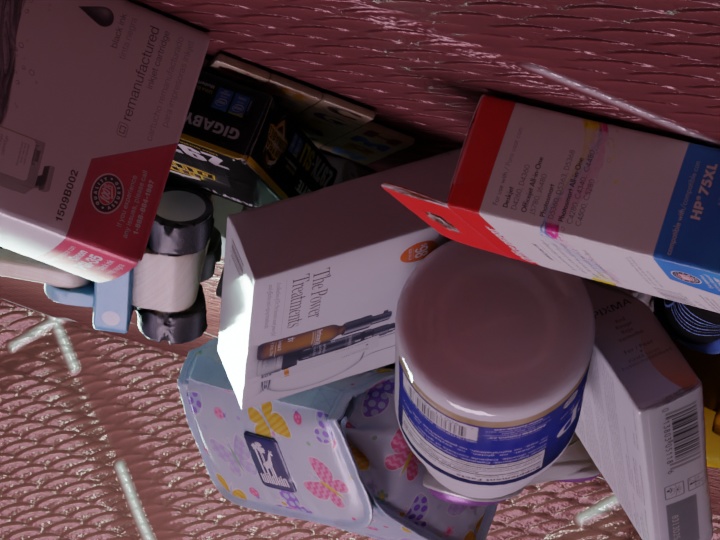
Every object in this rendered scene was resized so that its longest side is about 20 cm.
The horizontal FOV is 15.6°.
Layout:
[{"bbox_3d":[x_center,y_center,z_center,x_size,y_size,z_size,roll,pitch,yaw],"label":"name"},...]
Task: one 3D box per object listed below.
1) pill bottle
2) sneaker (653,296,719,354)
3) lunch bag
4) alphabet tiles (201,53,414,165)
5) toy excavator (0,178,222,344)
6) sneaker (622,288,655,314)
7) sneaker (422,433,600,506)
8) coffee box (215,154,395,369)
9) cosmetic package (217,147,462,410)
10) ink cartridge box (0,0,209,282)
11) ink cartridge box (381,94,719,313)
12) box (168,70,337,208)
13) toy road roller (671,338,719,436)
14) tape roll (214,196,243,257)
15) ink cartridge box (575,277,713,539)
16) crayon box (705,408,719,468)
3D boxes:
[{"bbox_3d":[0.080,0.068,1.623,0.120,0.120,0.200,18,158,8],"label":"pill bottle"},{"bbox_3d":[0.212,0.004,1.533,0.078,0.070,0.200,33,168,-17],"label":"sneaker"},{"bbox_3d":[-0.018,0.121,1.852,0.169,0.127,0.200,10,163,40],"label":"lunch bag"},{"bbox_3d":[-0.058,-0.102,1.629,0.166,0.006,0.200,21,173,-10],"label":"alphabet tiles"},{"bbox_3d":[-0.197,-0.011,1.716,0.200,0.195,0.100,7,128,2],"label":"toy excavator"},{"bbox_3d":[0.130,0.022,1.803,0.200,0.081,0.075,24,173,-27],"label":"sneaker"},{"bbox_3d":[0.122,0.100,1.811,0.075,0.100,0.200,12,-165,37],"label":"sneaker"},{"bbox_3d":[0.000,0.000,1.824,0.080,0.114,0.200,13,170,36],"label":"coffee box"},{"bbox_3d":[-0.008,0.008,1.629,0.151,0.052,0.200,-19,158,-13],"label":"cosmetic package"},{"bbox_3d":[-0.205,-0.096,1.467,0.200,0.147,0.083,21,167,-19],"label":"ink cartridge box"},{"bbox_3d":[0.125,-0.036,1.407,0.200,0.067,0.116,16,172,24],"label":"ink cartridge box"},{"bbox_3d":[-0.128,-0.096,1.631,0.200,0.049,0.160,21,170,17],"label":"box"},{"bbox_3d":[0.256,0.062,1.631,0.146,0.123,0.200,29,175,10],"label":"toy road roller"},{"bbox_3d":[-0.164,-0.071,1.901,0.200,0.066,0.200,18,174,2],"label":"tape roll"},{"bbox_3d":[0.161,0.064,1.678,0.162,0.050,0.200,78,170,-47],"label":"ink cartridge box"},{"bbox_3d":[0.283,0.103,1.822,0.200,0.052,0.126,-4,-179,-20],"label":"crayon box"}]
